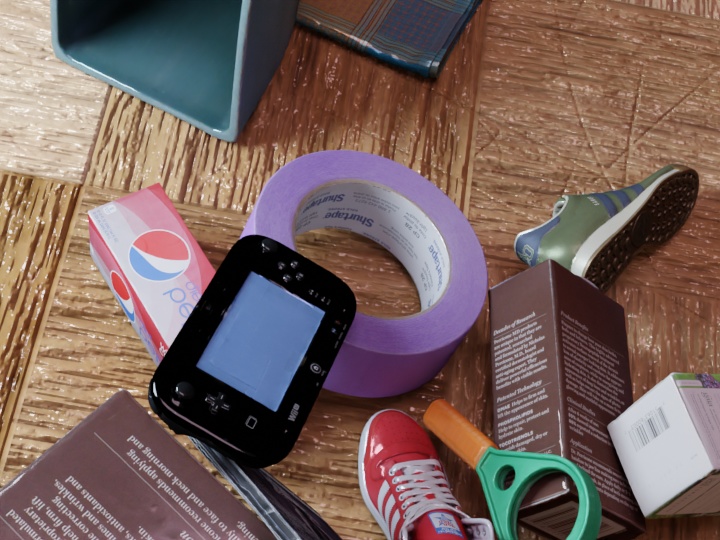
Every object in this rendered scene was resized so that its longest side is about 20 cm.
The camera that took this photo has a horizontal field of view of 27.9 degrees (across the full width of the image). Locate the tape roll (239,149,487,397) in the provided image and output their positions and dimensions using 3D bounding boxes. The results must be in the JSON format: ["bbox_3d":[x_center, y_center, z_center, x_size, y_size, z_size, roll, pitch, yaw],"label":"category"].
[{"bbox_3d":[0.000,0.000,1.164,0.198,0.066,0.201,12,50,-15],"label":"tape roll"}]

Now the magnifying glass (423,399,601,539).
[{"bbox_3d":[0.105,0.149,1.054,0.080,0.022,0.200,-57,38,5],"label":"magnifying glass"}]

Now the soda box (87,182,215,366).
[{"bbox_3d":[-0.144,0.030,1.151,0.070,0.064,0.201,-25,63,-22],"label":"soda box"}]

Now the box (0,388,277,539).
[{"bbox_3d":[-0.174,0.225,0.960,0.166,0.165,0.200,41,61,17],"label":"box"}]

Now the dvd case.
[{"bbox_3d":[-0.037,0.177,0.977,0.016,0.149,0.200,-48,33,-4],"label":"dvd case"}]

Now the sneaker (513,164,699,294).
[{"bbox_3d":[0.209,-0.048,1.250,0.089,0.068,0.200,20,39,33],"label":"sneaker"}]

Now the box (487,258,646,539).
[{"bbox_3d":[0.157,0.104,1.118,0.100,0.075,0.201,30,48,-36],"label":"box"}]

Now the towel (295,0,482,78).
[{"bbox_3d":[0.010,-0.270,1.393,0.199,0.022,0.147,24,57,8],"label":"towel"}]

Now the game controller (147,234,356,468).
[{"bbox_3d":[-0.070,0.052,1.006,0.104,0.042,0.201,23,41,3],"label":"game controller"}]

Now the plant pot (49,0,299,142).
[{"bbox_3d":[-0.138,-0.277,1.277,0.195,0.197,0.201,27,54,10],"label":"plant pot"}]

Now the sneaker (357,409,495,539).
[{"bbox_3d":[0.047,0.174,1.056,0.071,0.113,0.201,-7,58,-12],"label":"sneaker"}]

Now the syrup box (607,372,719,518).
[{"bbox_3d":[0.294,0.133,1.098,0.199,0.079,0.082,3,54,-36],"label":"syrup box"}]
